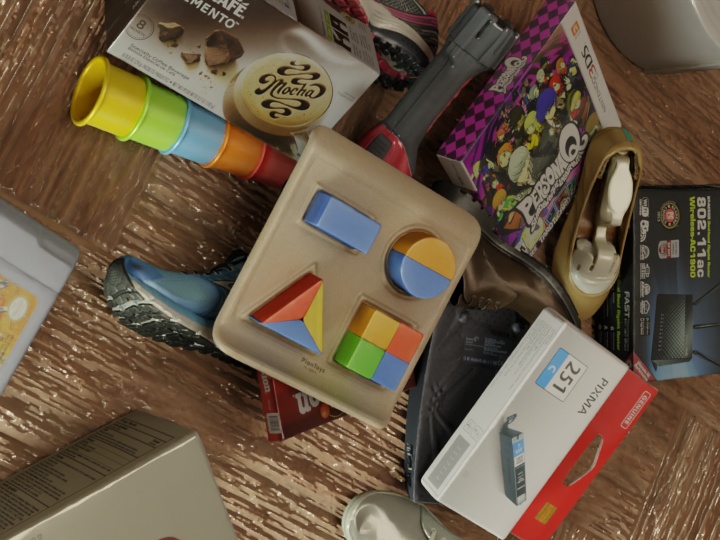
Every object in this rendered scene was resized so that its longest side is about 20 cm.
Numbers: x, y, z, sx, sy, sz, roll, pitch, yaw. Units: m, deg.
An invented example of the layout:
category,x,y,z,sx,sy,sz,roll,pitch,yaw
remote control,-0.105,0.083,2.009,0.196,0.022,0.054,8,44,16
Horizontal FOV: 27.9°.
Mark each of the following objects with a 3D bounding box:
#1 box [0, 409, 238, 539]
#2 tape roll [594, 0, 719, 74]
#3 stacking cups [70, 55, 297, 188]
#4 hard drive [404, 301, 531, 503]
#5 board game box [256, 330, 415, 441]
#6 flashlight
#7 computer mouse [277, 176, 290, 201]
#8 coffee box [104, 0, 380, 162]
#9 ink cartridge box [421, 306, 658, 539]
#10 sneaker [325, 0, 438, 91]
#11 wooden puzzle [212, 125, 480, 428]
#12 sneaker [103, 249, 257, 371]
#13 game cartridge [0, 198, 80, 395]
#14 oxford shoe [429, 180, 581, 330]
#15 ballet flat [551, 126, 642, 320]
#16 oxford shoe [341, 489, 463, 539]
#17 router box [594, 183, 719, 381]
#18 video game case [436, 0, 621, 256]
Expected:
category,x,y,z,sx,sy,sz,roll,pitch,yaw
box,-0.217,0.208,1.140,0.199,0.128,0.110,-27,107,-27
tape roll,0.351,-0.302,1.454,0.201,0.139,0.205,-2,93,-32
stacking cups,-0.143,-0.115,1.214,0.199,0.060,0.061,22,82,-36
hard drive,0.104,0.122,1.384,0.134,0.042,0.202,9,87,-32
board game box,-0.020,0.075,1.270,0.199,0.019,0.104,-16,99,-53
flashlight,0.061,-0.143,1.274,0.068,0.068,0.200,32,107,-26
computer mouse,0.000,0.000,1.254,0.201,0.052,0.139,59,40,-19
coffee box,-0.097,-0.191,1.188,0.199,0.080,0.113,29,121,-30
ink cartridge box,0.179,0.160,1.352,0.176,0.045,0.201,33,94,-31
sneaker,-0.005,-0.237,1.277,0.200,0.080,0.075,37,57,-42
wooden puzzle,-0.002,0.009,1.189,0.184,0.046,0.201,29,84,-28
sneaker,-0.129,0.022,1.225,0.199,0.078,0.091,24,71,-40
game cartridge,-0.319,0.036,1.120,0.133,0.041,0.201,36,75,-33
oxford shoe,0.119,0.013,1.340,0.200,0.073,0.085,39,71,-13
ballet flat,0.231,-0.039,1.416,0.068,0.063,0.202,5,106,-12
oxford shoe,0.066,0.268,1.363,0.200,0.058,0.076,38,76,-26
router box,0.316,0.012,1.497,0.149,0.062,0.202,-4,95,-33
video game case,0.165,-0.125,1.373,0.201,0.036,0.182,-54,140,-18
